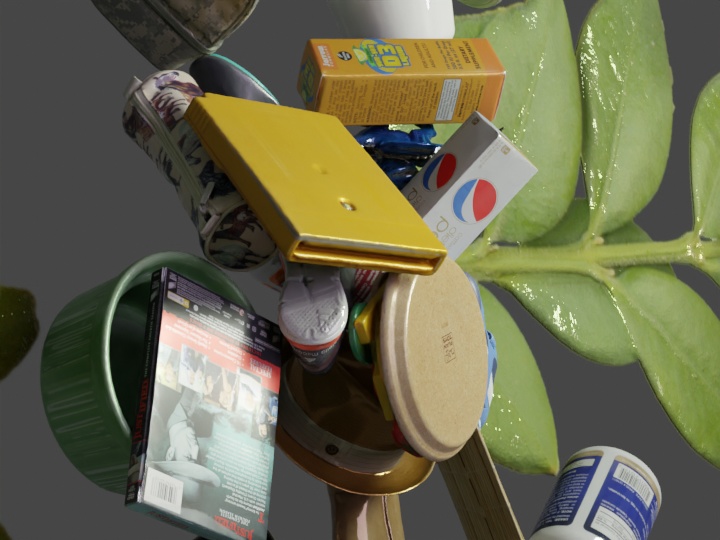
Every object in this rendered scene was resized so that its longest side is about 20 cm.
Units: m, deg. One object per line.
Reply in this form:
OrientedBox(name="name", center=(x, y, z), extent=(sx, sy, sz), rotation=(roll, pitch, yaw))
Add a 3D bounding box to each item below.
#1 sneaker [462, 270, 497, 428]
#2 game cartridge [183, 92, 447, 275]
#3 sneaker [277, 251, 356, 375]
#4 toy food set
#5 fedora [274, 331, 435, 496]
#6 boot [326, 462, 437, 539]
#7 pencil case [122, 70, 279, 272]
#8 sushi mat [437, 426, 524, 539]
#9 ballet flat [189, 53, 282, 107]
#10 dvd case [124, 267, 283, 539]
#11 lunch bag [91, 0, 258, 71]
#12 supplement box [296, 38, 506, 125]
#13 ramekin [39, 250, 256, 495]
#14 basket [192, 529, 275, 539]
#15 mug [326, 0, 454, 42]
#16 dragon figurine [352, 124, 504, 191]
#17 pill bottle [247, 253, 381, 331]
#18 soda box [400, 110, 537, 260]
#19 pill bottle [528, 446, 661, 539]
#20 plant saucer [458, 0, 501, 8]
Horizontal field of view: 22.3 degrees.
OrientedBox(name="sneaker", center=(0.099, 0.079, 1.855), extent=(0.082, 0.074, 0.201), rotation=(-51, 145, -51))
OrientedBox(name="game cartridge", center=(-0.041, -0.074, 1.552), extent=(0.176, 0.033, 0.200), rotation=(6, 34, -43))
OrientedBox(name="sneaker", center=(-0.037, 0.006, 1.602), extent=(0.082, 0.077, 0.201), rotation=(85, 13, -48))
OrientedBox(name="toy food set", center=(0.058, 0.069, 1.622), extent=(0.200, 0.048, 0.199), rotation=(-49, 127, -54))
OrientedBox(name="fedora", center=(-0.004, 0.112, 1.677), extent=(0.200, 0.082, 0.201), rotation=(22, 37, -17))
OrientedBox(name="boot", center=(0.031, 0.251, 1.745), extent=(0.174, 0.066, 0.201), rotation=(2, 73, -38))
OrientedBox(name="pencil case", center=(-0.139, -0.091, 1.588), extent=(0.089, 0.078, 0.200), rotation=(38, 13, -53))
OrientedBox(name="sushi mat", center=(0.107, 0.199, 1.830), extent=(0.012, 0.095, 0.201), rotation=(-28, 101, -33))
OrientedBox(name="ballet flat", center=(-0.093, -0.123, 1.735), extent=(0.200, 0.073, 0.073), rotation=(43, 46, -35))
OrientedBox(name="dvd case", center=(-0.123, 0.114, 1.476), extent=(0.146, 0.022, 0.201), rotation=(29, 53, -43))
OrientedBox(name="lunch bag", center=(-0.136, -0.305, 1.671), extent=(0.139, 0.167, 0.201), rotation=(48, 43, -29))
OrientedBox(name="supplement box", center=(0.041, -0.191, 1.841), extent=(0.199, 0.069, 0.067), rotation=(-5, 43, -18))
OrientedBox(name="ramekin", center=(-0.172, 0.092, 1.522), extent=(0.200, 0.097, 0.201), rotation=(23, 59, -45))
OrientedBox(name="basket", center=(-0.076, 0.338, 1.519), extent=(0.200, 0.135, 0.181), rotation=(57, 15, -27))
OrientedBox(name="mug", center=(0.042, -0.294, 1.918), extent=(0.186, 0.149, 0.154), rotation=(-23, 102, -46))
OrientedBox(name="dragon figurine", center=(0.045, -0.117, 1.851), extent=(0.100, 0.199, 0.059), rotation=(-86, -177, -60))
OrientedBox(name="pill bottle", center=(0.000, 0.000, 1.725), extent=(0.199, 0.113, 0.113), rotation=(30, 52, -21))
OrientedBox(name="soda box", center=(0.079, -0.058, 1.822), extent=(0.068, 0.200, 0.064), rotation=(38, 7, -35))
OrientedBox(name="pill bottle", center=(0.241, 0.291, 1.945), extent=(0.116, 0.115, 0.200), rotation=(57, 40, -19))
OrientedBox(name="plant saucer", center=(0.087, -0.371, 1.984), extent=(0.050, 0.200, 0.201), rotation=(-30, 100, -23))
